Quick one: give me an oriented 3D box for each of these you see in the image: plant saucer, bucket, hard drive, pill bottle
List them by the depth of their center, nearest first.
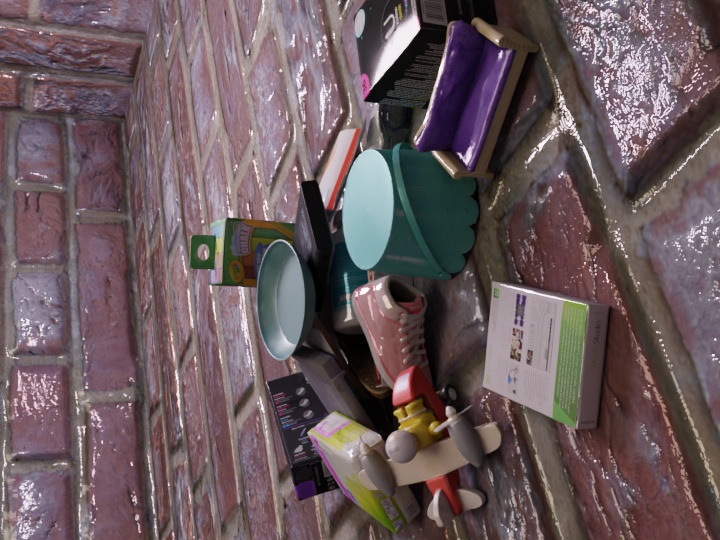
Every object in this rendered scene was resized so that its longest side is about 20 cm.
[{"bbox_3d":[0.068,-0.087,1.302,0.207,0.134,0.209,-179,90,-65],"label":"bucket"},{"bbox_3d":[-0.121,0.050,1.469,0.200,0.036,0.202,0,90,61],"label":"plant saucer"},{"bbox_3d":[0.000,0.000,1.474,0.111,0.110,0.202,149,120,-61],"label":"pill bottle"},{"bbox_3d":[-0.083,-0.037,1.489,0.201,0.033,0.141,106,153,-57],"label":"hard drive"}]

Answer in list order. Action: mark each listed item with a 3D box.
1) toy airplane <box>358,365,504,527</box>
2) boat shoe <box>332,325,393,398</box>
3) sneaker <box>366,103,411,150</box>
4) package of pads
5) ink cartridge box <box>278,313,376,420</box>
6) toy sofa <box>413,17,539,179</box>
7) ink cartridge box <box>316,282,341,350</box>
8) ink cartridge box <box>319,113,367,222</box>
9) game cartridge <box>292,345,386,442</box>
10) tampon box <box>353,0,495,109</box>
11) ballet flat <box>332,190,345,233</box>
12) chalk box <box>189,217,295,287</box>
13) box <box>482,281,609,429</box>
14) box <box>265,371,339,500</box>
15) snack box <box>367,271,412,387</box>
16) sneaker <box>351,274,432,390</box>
[{"bbox_3d":[0.089,0.258,1.224,0.199,0.141,0.201,31,104,41],"label":"toy airplane"},{"bbox_3d":[0.014,0.153,1.499,0.200,0.072,0.068,54,167,52],"label":"boat shoe"},{"bbox_3d":[0.041,-0.192,1.463,0.087,0.074,0.202,-179,99,-74],"label":"sneaker"},{"bbox_3d":[0.003,0.318,1.423,0.155,0.068,0.200,62,160,-17],"label":"package of pads"},{"bbox_3d":[-0.048,0.157,1.520,0.173,0.043,0.201,6,131,60],"label":"ink cartridge box"},{"bbox_3d":[0.151,-0.228,1.178,0.083,0.097,0.201,-123,42,-51],"label":"toy sofa"},{"bbox_3d":[-0.079,0.038,1.674,0.200,0.084,0.146,-125,43,-54],"label":"ink cartridge box"},{"bbox_3d":[-0.043,-0.172,1.522,0.200,0.050,0.163,106,-177,-76],"label":"ink cartridge box"},{"bbox_3d":[-0.034,0.217,1.488,0.129,0.038,0.201,5,131,57],"label":"game cartridge"},{"bbox_3d":[0.088,-0.354,1.286,0.200,0.125,0.151,141,127,-59],"label":"tampon box"},{"bbox_3d":[-0.007,-0.109,1.548,0.074,0.074,0.201,-116,36,-45],"label":"ballet flat"},{"bbox_3d":[-0.218,-0.030,1.647,0.124,0.198,0.126,175,97,-66],"label":"chalk box"},{"bbox_3d":[0.222,0.097,1.077,0.200,0.036,0.146,-162,75,-66],"label":"box"},{"bbox_3d":[-0.097,0.302,1.633,0.123,0.105,0.201,85,166,-46],"label":"box"},{"bbox_3d":[0.053,0.083,1.398,0.024,0.071,0.202,-27,64,60],"label":"snack box"},{"bbox_3d":[0.067,0.099,1.320,0.104,0.075,0.201,-33,83,47],"label":"sneaker"}]
